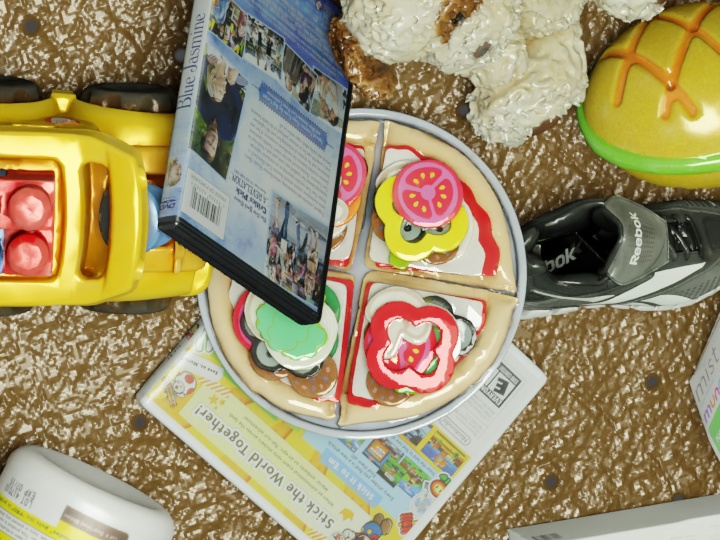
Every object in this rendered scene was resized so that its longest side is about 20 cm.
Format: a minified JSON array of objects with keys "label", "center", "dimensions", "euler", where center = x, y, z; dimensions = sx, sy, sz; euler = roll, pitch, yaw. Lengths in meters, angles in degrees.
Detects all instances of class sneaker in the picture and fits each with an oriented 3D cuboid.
[{"label":"sneaker","center":[0.169,-0.012,1.629],"dimensions":[0.199,0.091,0.067],"euler":[-8,78,-16]}]

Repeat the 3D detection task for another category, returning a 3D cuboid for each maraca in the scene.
[{"label":"maraca","center":[0.231,-0.112,1.611],"dimensions":[0.199,0.138,0.107],"euler":[-12,135,3]}]

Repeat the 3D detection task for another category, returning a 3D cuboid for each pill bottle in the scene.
[{"label":"pill bottle","center":[-0.197,0.212,1.542],"dimensions":[0.109,0.109,0.201],"euler":[26,90,-20]}]

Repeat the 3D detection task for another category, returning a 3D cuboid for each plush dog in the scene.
[{"label":"plush dog","center":[0.067,-0.173,1.534],"dimensions":[0.171,0.200,0.161],"euler":[-16,69,-39]}]

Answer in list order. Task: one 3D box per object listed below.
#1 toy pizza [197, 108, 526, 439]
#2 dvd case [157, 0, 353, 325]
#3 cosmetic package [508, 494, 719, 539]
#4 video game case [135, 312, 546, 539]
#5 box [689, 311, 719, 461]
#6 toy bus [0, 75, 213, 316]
[{"label":"toy pizza","center":[0.000,0.000,1.567],"dimensions":[0.199,0.032,0.201],"euler":[0,82,2]},{"label":"dvd case","center":[-0.055,-0.086,1.507],"dimensions":[0.143,0.017,0.201],"euler":[36,53,-48]},{"label":"cosmetic package","center":[0.197,0.196,1.701],"dimensions":[0.199,0.051,0.083],"euler":[-7,99,-17]},{"label":"video game case","center":[-0.009,0.072,1.627],"dimensions":[0.200,0.023,0.182],"euler":[43,85,-21]},{"label":"box","center":[0.326,0.032,1.646],"dimensions":[0.176,0.097,0.201],"euler":[1,134,-20]},{"label":"toy bus","center":[-0.169,-0.035,1.460],"dimensions":[0.199,0.192,0.137],"euler":[1,97,-10]}]
